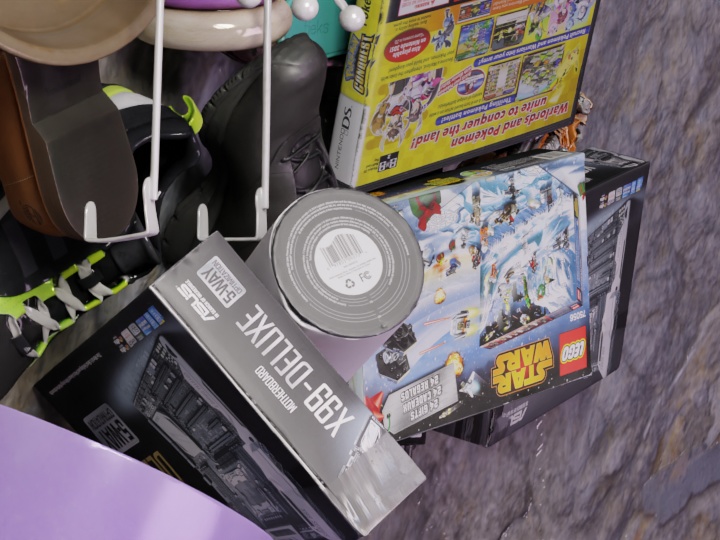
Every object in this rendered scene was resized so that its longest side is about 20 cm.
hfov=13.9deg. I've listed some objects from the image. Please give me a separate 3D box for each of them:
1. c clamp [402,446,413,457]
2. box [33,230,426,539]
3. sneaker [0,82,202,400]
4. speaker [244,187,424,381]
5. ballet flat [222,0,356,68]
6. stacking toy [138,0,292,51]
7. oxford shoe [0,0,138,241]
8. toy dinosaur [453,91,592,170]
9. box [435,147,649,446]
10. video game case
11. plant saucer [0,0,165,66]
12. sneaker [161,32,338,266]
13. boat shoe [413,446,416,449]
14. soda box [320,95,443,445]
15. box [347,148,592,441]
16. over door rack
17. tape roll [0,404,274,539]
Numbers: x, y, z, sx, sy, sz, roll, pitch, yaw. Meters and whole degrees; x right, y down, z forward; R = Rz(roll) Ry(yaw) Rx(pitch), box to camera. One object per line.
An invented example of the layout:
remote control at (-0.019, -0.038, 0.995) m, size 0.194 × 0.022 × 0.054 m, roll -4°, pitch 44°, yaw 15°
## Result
c clamp at (-0.044, 0.098, 1.741) m, size 0.171 × 0.027 × 0.200 m, roll 48°, pitch 61°, yaw -30°
box at (-0.069, 0.079, 1.476) m, size 0.050 × 0.158 × 0.200 m, roll -41°, pitch -177°, yaw -27°
sneaker at (-0.143, -0.012, 1.469) m, size 0.200 × 0.083 × 0.072 m, roll -63°, pitch 151°, yaw -20°
speaker at (-0.036, 0.031, 1.507) m, size 0.081 × 0.081 × 0.200 m, roll -58°, pitch -176°, yaw -27°
ballet flat at (-0.012, -0.141, 1.653) m, size 0.200 × 0.071 × 0.069 m, roll -7°, pitch 108°, yaw -51°
stacking toy at (-0.076, -0.216, 1.498) m, size 0.085 × 0.085 × 0.200 m, roll -26°, pitch 122°, yaw -55°
oxford shoe at (-0.164, -0.111, 1.408) m, size 0.071 × 0.071 × 0.200 m, roll -18°, pitch 105°, yaw -45°
toy dinosaur at (0.077, -0.040, 1.797) m, size 0.200 × 0.102 × 0.136 m, roll -27°, pitch 153°, yaw -38°
box at (0.122, 0.015, 1.999) m, size 0.200 × 0.050 × 0.158 m, roll -24°, pitch 125°, yaw -56°
video game case at (0.067, -0.146, 1.651) m, size 0.200 × 0.025 × 0.181 m, roll -19°, pitch 129°, yaw -44°
plant saucer at (-0.152, -0.192, 1.352) m, size 0.200 × 0.029 × 0.200 m, roll 7°, pitch 80°, yaw -50°
sneaker at (-0.041, -0.047, 1.569) m, size 0.076 × 0.091 × 0.200 m, roll -37°, pitch 160°, yaw -32°
boat shoe at (0.006, 0.091, 1.824) m, size 0.200 × 0.065 × 0.073 m, roll -66°, pitch 153°, yaw -12°
soda box at (0.000, 0.000, 1.709) m, size 0.063 × 0.071 × 0.200 m, roll 3°, pitch 91°, yaw -43°
box at (0.054, 0.014, 1.684) m, size 0.200 × 0.040 × 0.137 m, roll -15°, pitch 107°, yaw -45°
over door rack at (-0.056, -0.104, 1.413) m, size 0.148 × 0.067 × 0.200 m, roll 2°, pitch 101°, yaw -69°
tape roll at (-0.147, 0.132, 1.417) m, size 0.085 × 0.200 × 0.200 m, roll -67°, pitch 152°, yaw -14°
